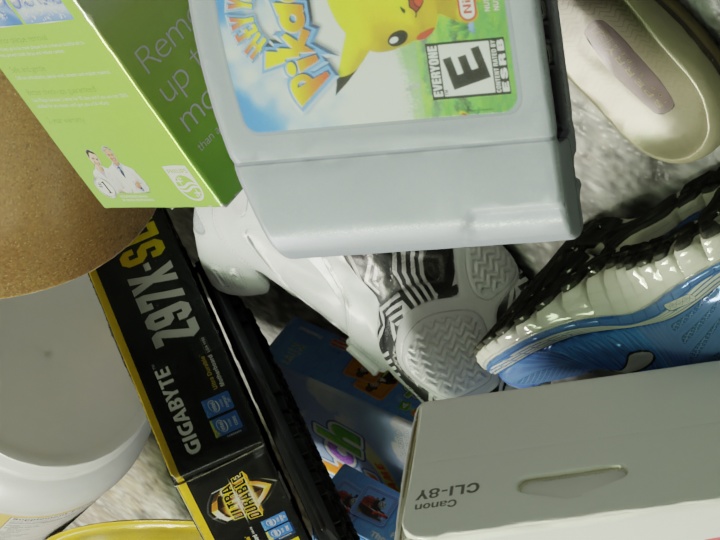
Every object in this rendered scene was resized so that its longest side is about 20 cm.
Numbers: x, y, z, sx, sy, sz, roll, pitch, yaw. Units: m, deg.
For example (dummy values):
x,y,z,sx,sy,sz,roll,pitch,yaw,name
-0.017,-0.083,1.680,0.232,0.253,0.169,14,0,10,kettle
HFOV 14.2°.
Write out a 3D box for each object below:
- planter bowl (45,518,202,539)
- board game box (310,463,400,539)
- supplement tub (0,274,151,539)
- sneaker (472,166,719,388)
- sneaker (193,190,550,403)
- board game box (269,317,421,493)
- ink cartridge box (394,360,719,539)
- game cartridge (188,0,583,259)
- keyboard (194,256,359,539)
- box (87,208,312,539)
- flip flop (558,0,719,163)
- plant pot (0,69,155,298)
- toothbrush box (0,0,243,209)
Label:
x,y,z,sx,sy,sz,roll,pitch,yaw,name
-0.083,0.204,1.576,0.200,0.084,0.200,5,158,2,planter bowl
0.069,0.189,1.409,0.200,0.037,0.151,27,150,20,board game box
-0.193,0.073,1.553,0.145,0.145,0.200,42,152,-3,supplement tub
0.121,0.025,1.174,0.089,0.079,0.200,49,151,-11,sneaker
0.000,0.000,1.292,0.200,0.075,0.115,54,151,-16,sneaker
0.053,0.115,1.413,0.200,0.037,0.151,23,148,30,board game box
0.113,0.139,1.158,0.145,0.083,0.200,-9,129,16,ink cartridge box
0.004,-0.103,1.044,0.133,0.040,0.200,-4,105,21,game cartridge
-0.025,0.090,1.316,0.127,0.021,0.200,69,176,-46,keyboard
-0.080,0.053,1.364,0.160,0.049,0.200,73,173,-55,box
0.057,-0.107,1.080,0.200,0.058,0.081,45,152,-10,flip flop
-0.170,-0.121,1.238,0.186,0.186,0.200,29,136,20,plant pot
-0.086,-0.144,1.107,0.086,0.146,0.200,0,132,51,toothbrush box
